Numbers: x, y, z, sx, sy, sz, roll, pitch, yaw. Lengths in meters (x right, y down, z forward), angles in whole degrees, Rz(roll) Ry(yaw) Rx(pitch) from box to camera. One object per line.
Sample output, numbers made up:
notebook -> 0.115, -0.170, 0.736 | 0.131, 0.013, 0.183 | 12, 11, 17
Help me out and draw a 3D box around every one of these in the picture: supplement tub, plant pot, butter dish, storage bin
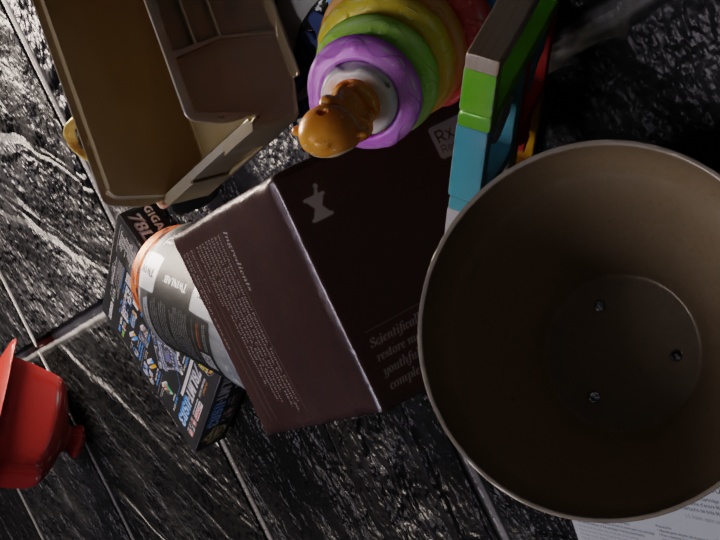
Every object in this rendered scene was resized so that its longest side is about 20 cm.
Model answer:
supplement tub -> -0.113, 0.026, 1.337 | 0.199, 0.122, 0.123 | 21, 132, 52
plant pot -> 0.143, 0.039, 0.867 | 0.201, 0.200, 0.134 | 54, -173, 15
butter dish -> -0.442, 0.215, 2.070 | 0.200, 0.147, 0.201 | 136, 145, -63
storage bin -> -0.143, -0.163, 1.093 | 0.200, 0.093, 0.200 | -30, 79, 61

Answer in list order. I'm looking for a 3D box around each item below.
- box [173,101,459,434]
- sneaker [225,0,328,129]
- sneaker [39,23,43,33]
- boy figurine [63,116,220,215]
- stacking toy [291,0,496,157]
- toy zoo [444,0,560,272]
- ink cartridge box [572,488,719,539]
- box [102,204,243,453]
box -> 0.000, 0.000, 1.068 | 0.165, 0.165, 0.200 | 65, 153, -2
sneaker -> -0.047, -0.185, 1.095 | 0.116, 0.080, 0.199 | 63, 147, 9
sneaker -> -0.222, -0.221, 1.362 | 0.084, 0.081, 0.200 | 55, 158, -12
boy figurine -> -0.211, -0.121, 1.442 | 0.199, 0.064, 0.125 | 27, 139, 44
stacking toy -> 0.010, -0.115, 0.903 | 0.115, 0.200, 0.111 | 4, 123, 18
toy zoo -> 0.082, -0.079, 0.903 | 0.020, 0.132, 0.201 | 18, 137, 14
ink cartridge box -> 0.220, 0.205, 1.004 | 0.196, 0.043, 0.201 | 0, 111, 62
box -> -0.190, 0.060, 1.582 | 0.199, 0.049, 0.200 | 52, 151, 18
